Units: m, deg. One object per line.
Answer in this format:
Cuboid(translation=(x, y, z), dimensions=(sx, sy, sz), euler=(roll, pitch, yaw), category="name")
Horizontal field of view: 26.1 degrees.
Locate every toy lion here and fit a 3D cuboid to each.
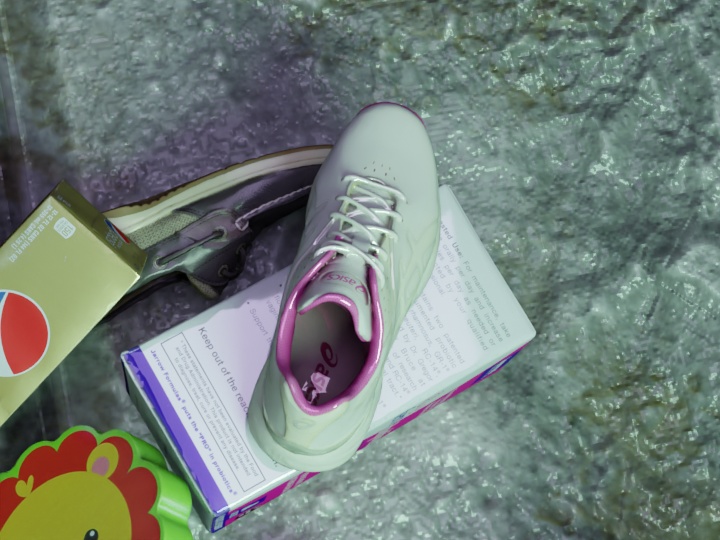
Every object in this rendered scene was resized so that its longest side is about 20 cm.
Cuboid(translation=(-0.157, 0.187, 0.798), dimensions=(0.200, 0.069, 0.192), euler=(-47, 51, 3), category="toy lion")

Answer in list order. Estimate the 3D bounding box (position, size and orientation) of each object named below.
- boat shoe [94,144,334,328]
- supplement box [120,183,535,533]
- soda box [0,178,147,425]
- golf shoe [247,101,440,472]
Cuboid(translation=(-0.096, -0.014, 0.886), dimensions=(0.201, 0.072, 0.066), euler=(-20, 84, -6), category="boat shoe")
Cuboid(translation=(-0.019, 0.050, 0.858), dimensions=(0.200, 0.101, 0.103), euler=(-30, 80, -13), category="supplement box")
Cuboid(translation=(-0.203, 0.048, 0.817), dimensions=(0.064, 0.068, 0.200), euler=(42, 95, -11), category="soda box")
Cuboid(translation=(0.000, 0.000, 0.775), dimensions=(0.075, 0.092, 0.200), euler=(14, 72, -1), category="golf shoe")
